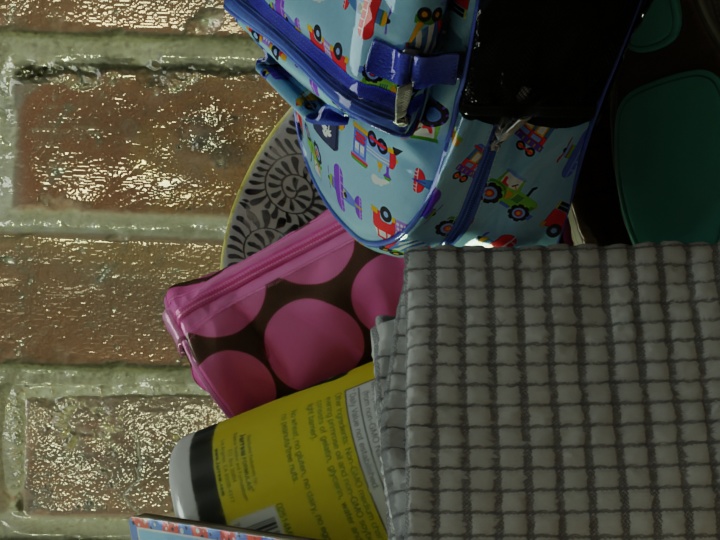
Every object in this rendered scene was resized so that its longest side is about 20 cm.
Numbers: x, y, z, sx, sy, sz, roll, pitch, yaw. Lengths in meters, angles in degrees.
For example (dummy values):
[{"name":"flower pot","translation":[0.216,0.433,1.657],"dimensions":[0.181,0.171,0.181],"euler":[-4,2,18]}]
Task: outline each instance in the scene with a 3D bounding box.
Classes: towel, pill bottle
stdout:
[{"name":"towel","translation":[0.088,0.078,1.191],"dimensions":[0.201,0.165,0.086],"euler":[-92,1,-50]},{"name":"pill bottle","translation":[0.022,0.096,1.388],"dimensions":[0.114,0.199,0.115],"euler":[-21,-90,-80]}]

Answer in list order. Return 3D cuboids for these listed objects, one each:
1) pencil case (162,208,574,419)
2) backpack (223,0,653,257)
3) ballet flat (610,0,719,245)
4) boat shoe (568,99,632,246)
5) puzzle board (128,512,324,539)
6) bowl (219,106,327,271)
[{"name":"pencil case","translation":[0.000,0.000,1.419],"dimensions":[0.094,0.199,0.091],"euler":[29,-146,-58]},{"name":"backpack","translation":[0.026,-0.097,1.266],"dimensions":[0.183,0.134,0.201],"euler":[50,135,46]},{"name":"ballet flat","translation":[0.139,-0.090,1.294],"dimensions":[0.064,0.067,0.201],"euler":[-10,-92,-56]},{"name":"boat shoe","translation":[0.129,-0.009,1.366],"dimensions":[0.065,0.072,0.201],"euler":[101,164,-74]},{"name":"puzzle board","translation":[-0.031,0.188,1.304],"dimensions":[0.199,0.017,0.152],"euler":[3,104,50]},{"name":"bowl","translation":[0.032,-0.009,1.540],"dimensions":[0.094,0.200,0.202],"euler":[31,-133,-43]}]
